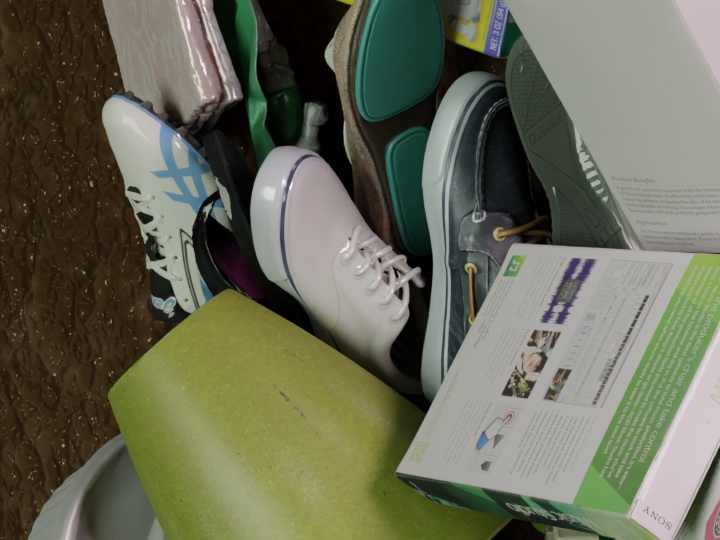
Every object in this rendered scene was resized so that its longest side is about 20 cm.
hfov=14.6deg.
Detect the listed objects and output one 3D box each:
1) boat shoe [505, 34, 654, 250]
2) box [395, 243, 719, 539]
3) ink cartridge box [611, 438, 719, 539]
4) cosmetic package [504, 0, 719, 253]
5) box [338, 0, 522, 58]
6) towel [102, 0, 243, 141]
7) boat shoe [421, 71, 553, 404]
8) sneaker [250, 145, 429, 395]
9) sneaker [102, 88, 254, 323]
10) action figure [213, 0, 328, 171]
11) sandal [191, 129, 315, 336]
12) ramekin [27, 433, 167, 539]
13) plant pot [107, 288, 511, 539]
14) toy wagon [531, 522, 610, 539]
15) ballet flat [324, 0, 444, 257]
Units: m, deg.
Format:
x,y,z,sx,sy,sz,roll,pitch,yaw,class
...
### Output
x,y,z,sx,sy,sz,roll,pitch,yaw,class
0.138,-0.036,1.511,0.074,0.065,0.203,-35,71,57,boat shoe
0.113,0.058,1.411,0.200,0.036,0.145,4,63,58,box
0.192,0.125,1.390,0.200,0.082,0.147,-90,21,-61,ink cartridge box
0.158,-0.106,1.396,0.107,0.085,0.200,3,135,43,cosmetic package
0.030,-0.203,1.606,0.200,0.048,0.118,24,110,41,box
-0.123,-0.169,1.706,0.200,0.032,0.192,146,110,-73,towel
0.088,-0.007,1.561,0.091,0.071,0.201,15,112,40,boat shoe
0.000,0.000,1.590,0.071,0.200,0.073,10,61,29,sneaker
-0.105,-0.016,1.680,0.072,0.072,0.200,17,139,57,sneaker
-0.045,-0.087,1.664,0.118,0.054,0.201,-124,18,-84,action figure
-0.062,0.011,1.633,0.075,0.048,0.201,-101,-10,-57,sandal
-0.112,0.190,1.689,0.094,0.202,0.203,-18,82,54,ramekin
-0.041,0.114,1.572,0.200,0.187,0.187,50,128,3,plant pot
0.111,0.173,1.496,0.155,0.039,0.201,-90,0,-63,toy wagon
0.010,-0.097,1.586,0.067,0.068,0.201,40,144,44,ballet flat
